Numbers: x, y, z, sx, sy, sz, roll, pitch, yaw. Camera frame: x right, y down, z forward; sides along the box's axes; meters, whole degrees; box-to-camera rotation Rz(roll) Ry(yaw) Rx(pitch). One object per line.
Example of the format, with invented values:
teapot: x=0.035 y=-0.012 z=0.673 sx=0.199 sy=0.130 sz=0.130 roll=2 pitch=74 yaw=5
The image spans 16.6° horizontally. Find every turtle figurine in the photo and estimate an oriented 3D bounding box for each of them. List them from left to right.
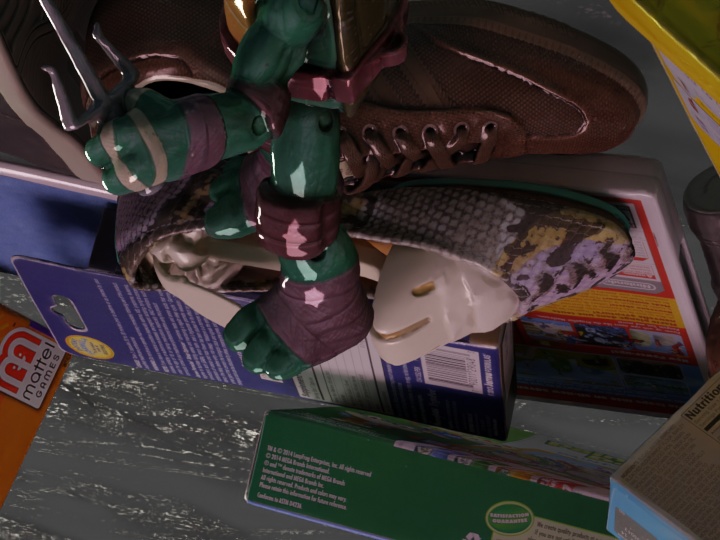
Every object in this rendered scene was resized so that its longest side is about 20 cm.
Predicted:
turtle figurine: x=-0.034 y=-0.072 z=0.731 sx=0.100 sy=0.150 sz=0.201 roll=1 pitch=135 yaw=11

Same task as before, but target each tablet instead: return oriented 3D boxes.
tablet: x=-0.112 y=-0.016 z=1.022 sx=0.198 sy=0.014 sz=0.130 roll=13 pitch=160 yaw=1

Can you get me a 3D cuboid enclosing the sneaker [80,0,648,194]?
sneaker: x=-0.001 y=-0.055 z=0.867 sx=0.198 sy=0.076 sz=0.071 roll=11 pitch=159 yaw=2

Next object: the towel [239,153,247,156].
towel: x=-0.036 y=0.000 z=1.085 sx=0.191 sy=0.035 sz=0.200 roll=10 pitch=158 yaw=7

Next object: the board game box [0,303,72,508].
board game box: x=-0.290 y=0.066 z=1.090 sx=0.199 sy=0.201 sz=0.199 roll=31 pitch=170 yaw=-40

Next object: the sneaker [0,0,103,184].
sneaker: x=-0.150 y=-0.086 z=0.873 sx=0.105 sy=0.075 sz=0.200 roll=8 pitch=160 yaw=11

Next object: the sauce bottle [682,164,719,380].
sauce bottle: x=0.170 y=0.050 z=0.955 sx=0.064 sy=0.065 sz=0.201 roll=-3 pitch=122 yaw=34

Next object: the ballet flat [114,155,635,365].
ballet flat: x=0.000 y=0.000 z=0.907 sx=0.199 sy=0.073 sz=0.072 roll=8 pitch=159 yaw=17

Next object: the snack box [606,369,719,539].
snack box: x=0.188 y=0.047 z=0.810 sx=0.116 sy=0.200 sz=0.037 roll=37 pitch=154 yaw=27

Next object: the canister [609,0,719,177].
canister: x=0.152 y=-0.047 z=0.727 sx=0.149 sy=0.087 sz=0.200 roll=46 pitch=179 yaw=29

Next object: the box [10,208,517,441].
box: x=-0.036 y=0.021 z=1.006 sx=0.198 sy=0.033 sz=0.121 roll=10 pitch=160 yaw=8

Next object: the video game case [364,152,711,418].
video game case: x=0.067 y=0.005 z=0.982 sx=0.142 sy=0.018 sz=0.200 roll=6 pitch=154 yaw=20

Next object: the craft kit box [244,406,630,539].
craft kit box: x=0.078 y=0.100 z=1.060 sx=0.198 sy=0.049 sz=0.197 roll=13 pitch=180 yaw=19
